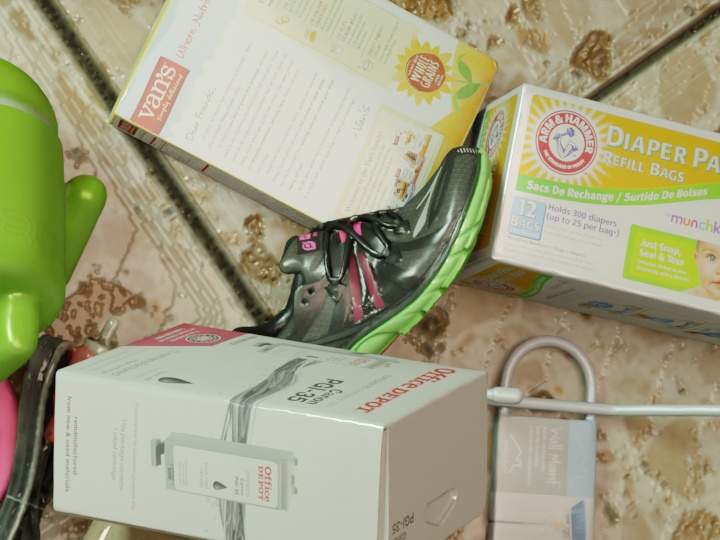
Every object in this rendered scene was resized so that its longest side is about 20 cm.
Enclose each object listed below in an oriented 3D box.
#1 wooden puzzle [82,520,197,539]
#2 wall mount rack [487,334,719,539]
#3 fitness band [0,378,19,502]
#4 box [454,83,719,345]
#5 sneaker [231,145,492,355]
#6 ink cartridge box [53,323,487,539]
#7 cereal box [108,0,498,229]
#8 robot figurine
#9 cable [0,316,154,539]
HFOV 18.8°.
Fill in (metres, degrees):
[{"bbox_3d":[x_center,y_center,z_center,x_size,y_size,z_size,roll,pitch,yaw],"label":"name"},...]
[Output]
[{"bbox_3d":[-0.124,0.222,1.180,0.037,0.200,0.186,35,75,-33],"label":"wooden puzzle"},{"bbox_3d":[0.146,0.139,1.313,0.173,0.075,0.201,5,82,-13],"label":"wall mount rack"},{"bbox_3d":[-0.288,0.078,1.234,0.200,0.037,0.144,35,76,-8],"label":"fitness band"},{"bbox_3d":[0.164,-0.030,1.325,0.199,0.101,0.113,13,80,-12],"label":"box"},{"bbox_3d":[0.000,0.000,1.265,0.084,0.077,0.200,43,98,-9],"label":"sneaker"},{"bbox_3d":[-0.045,0.092,1.184,0.199,0.146,0.083,7,102,24],"label":"ink cartridge box"},{"bbox_3d":[-0.033,-0.108,1.318,0.199,0.040,0.144,28,79,-9],"label":"cereal box"},{"bbox_3d":[-0.222,-0.035,1.209,0.175,0.116,0.201,12,59,-32],"label":"robot figurine"},{"bbox_3d":[-0.174,0.118,1.231,0.050,0.097,0.201,14,74,23],"label":"cable"}]
